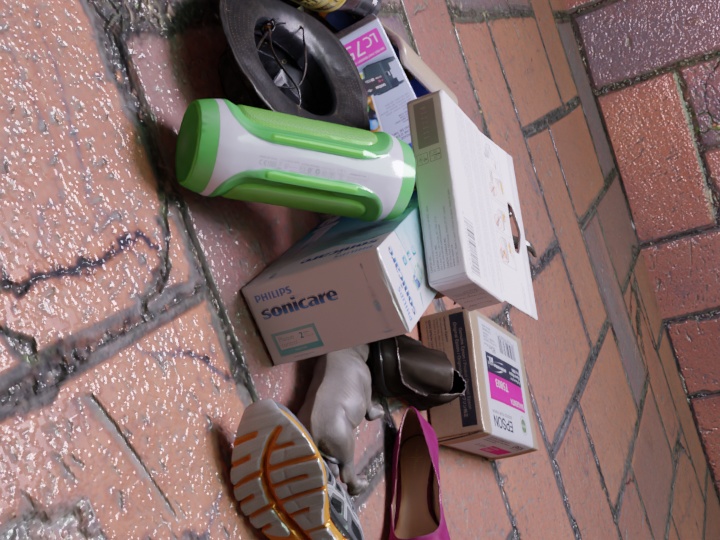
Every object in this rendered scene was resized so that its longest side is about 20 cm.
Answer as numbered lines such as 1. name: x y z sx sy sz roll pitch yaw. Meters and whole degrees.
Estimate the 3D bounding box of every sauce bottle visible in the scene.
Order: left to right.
1. sauce bottle: -0.044 -0.301 0.937 0.200 0.066 0.066 1 75 -56

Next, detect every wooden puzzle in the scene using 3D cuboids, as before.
1. wooden puzzle: 0.022 -0.283 1.143 0.200 0.046 0.185 49 12 25

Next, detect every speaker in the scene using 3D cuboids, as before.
1. speaker: -0.055 -0.094 0.800 0.200 0.088 0.089 7 64 -26

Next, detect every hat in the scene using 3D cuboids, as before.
1. hat: -0.081 -0.183 0.902 0.200 0.081 0.201 34 37 -31

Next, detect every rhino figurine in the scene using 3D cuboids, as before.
1. rhino figurine: -0.017 0.113 0.888 0.088 0.060 0.200 60 28 -33

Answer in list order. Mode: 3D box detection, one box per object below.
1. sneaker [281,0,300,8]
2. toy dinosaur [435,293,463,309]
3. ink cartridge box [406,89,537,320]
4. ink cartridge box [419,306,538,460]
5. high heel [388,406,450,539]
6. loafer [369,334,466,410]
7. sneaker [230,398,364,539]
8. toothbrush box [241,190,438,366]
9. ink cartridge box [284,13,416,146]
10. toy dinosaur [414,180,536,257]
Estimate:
1. sneaker: -0.098 -0.324 0.959 0.099 0.071 0.200 66 22 -6
2. toy dinosaur: 0.091 0.005 1.070 0.086 0.135 0.200 70 20 -6
3. ink cartridge box: 0.115 -0.057 0.929 0.176 0.045 0.200 29 50 -54
4. ink cartridge box: 0.158 0.152 1.199 0.200 0.075 0.165 30 49 -56
5. high heel: 0.052 0.233 0.947 0.200 0.067 0.096 -86 162 -64
6. loafer: 0.068 0.107 1.028 0.200 0.071 0.073 36 44 -62
7. sneaker: -0.049 0.192 0.774 0.077 0.078 0.200 -76 147 -68
8. toothbrush box: 0.000 0.000 0.886 0.085 0.146 0.200 68 26 -12
9. ink cartridge box: 0.008 -0.170 1.030 0.200 0.119 0.042 61 3 -29
10. toy dinosaur: 0.122 -0.065 1.087 0.200 0.102 0.077 36 6 -26
